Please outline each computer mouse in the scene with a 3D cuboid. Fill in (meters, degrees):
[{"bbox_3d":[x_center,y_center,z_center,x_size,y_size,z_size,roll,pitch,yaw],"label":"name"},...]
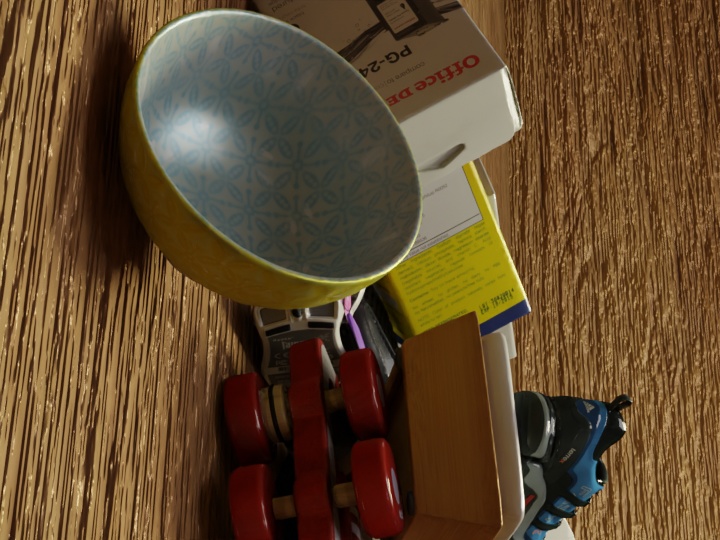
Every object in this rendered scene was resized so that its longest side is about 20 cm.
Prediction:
[{"bbox_3d":[-0.050,0.031,1.189,0.201,0.108,0.044,89,-6,-58],"label":"computer mouse"}]

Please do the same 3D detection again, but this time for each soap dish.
[{"bbox_3d":[0.058,0.141,1.162,0.200,0.080,0.159,107,-20,-64],"label":"soap dish"}]

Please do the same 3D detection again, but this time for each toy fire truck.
[{"bbox_3d":[-0.023,0.160,1.129,0.169,0.111,0.201,72,7,-45],"label":"toy fire truck"}]

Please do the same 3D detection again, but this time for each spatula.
[{"bbox_3d":[0.000,0.000,1.252,0.057,0.020,0.202,64,23,-71],"label":"spatula"}]

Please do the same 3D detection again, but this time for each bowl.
[{"bbox_3d":[-0.072,-0.050,0.967,0.108,0.199,0.202,-43,-149,42],"label":"bowl"}]

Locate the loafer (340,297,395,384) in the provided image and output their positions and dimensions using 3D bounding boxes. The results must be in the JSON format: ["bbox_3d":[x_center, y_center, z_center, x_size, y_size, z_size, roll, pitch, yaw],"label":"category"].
[{"bbox_3d":[0.031,0.112,1.312,0.068,0.070,0.202,-7,-73,65],"label":"loafer"}]

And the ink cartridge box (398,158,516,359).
[{"bbox_3d":[0.061,-0.015,1.553,0.147,0.144,0.202,-106,-177,-54],"label":"ink cartridge box"}]

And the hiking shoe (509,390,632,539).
[{"bbox_3d":[0.142,0.168,1.168,0.201,0.086,0.075,101,-14,-48],"label":"hiking shoe"}]

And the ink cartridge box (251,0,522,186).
[{"bbox_3d":[0.019,-0.169,1.262,0.201,0.144,0.084,59,-5,35],"label":"ink cartridge box"}]

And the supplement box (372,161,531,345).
[{"bbox_3d":[0.052,-0.038,1.375,0.202,0.108,0.109,67,-11,-18],"label":"supplement box"}]

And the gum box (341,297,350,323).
[{"bbox_3d":[-0.057,-0.050,1.211,0.200,0.065,0.115,67,21,-61],"label":"gum box"}]

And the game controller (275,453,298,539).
[{"bbox_3d":[-0.058,0.213,1.211,0.200,0.042,0.105,-62,160,-70],"label":"game controller"}]

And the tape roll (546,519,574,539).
[{"bbox_3d":[0.128,0.256,1.548,0.203,0.070,0.203,46,-26,30],"label":"tape roll"}]

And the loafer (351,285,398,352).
[{"bbox_3d":[0.002,0.090,1.371,0.075,0.069,0.202,-50,118,-77],"label":"loafer"}]
